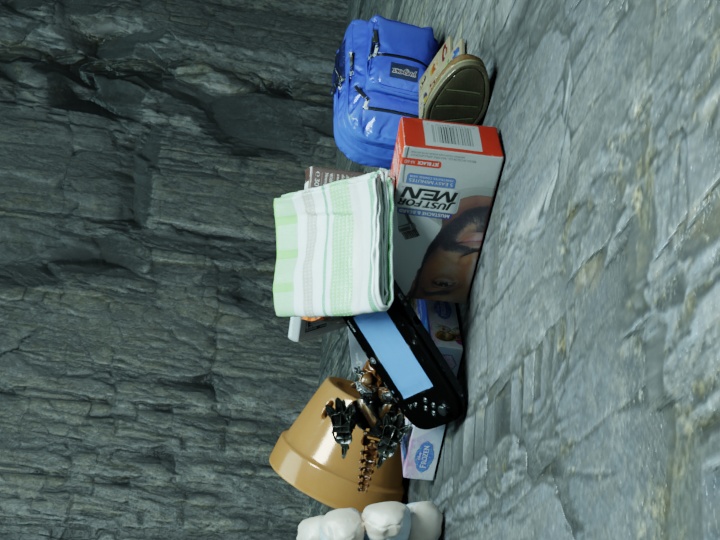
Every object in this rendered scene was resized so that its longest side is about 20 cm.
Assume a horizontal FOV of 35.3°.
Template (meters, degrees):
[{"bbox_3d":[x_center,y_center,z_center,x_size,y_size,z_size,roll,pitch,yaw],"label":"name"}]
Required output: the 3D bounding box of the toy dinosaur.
[{"bbox_3d":[0.024,0.180,1.416,0.136,0.101,0.203,-48,-52,-74],"label":"toy dinosaur"}]

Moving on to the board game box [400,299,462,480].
[{"bbox_3d":[0.082,0.118,1.414,0.201,0.040,0.202,-93,10,-59],"label":"board game box"}]

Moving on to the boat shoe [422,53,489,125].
[{"bbox_3d":[0.103,-0.190,1.345,0.201,0.071,0.069,107,164,-52],"label":"boat shoe"}]

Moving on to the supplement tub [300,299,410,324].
[{"bbox_3d":[0.000,0.000,1.479,0.122,0.198,0.125,12,107,44],"label":"supplement tub"}]

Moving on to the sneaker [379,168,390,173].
[{"bbox_3d":[0.049,-0.111,1.814,0.116,0.074,0.203,-94,13,-69],"label":"sneaker"}]

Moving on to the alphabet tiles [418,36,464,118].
[{"bbox_3d":[0.102,-0.209,1.521,0.167,0.007,0.203,128,151,-52],"label":"alphabet tiles"}]

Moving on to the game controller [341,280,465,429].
[{"bbox_3d":[0.041,0.087,1.270,0.104,0.202,0.042,-31,1,45],"label":"game controller"}]

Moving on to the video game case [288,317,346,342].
[{"bbox_3d":[-0.028,-0.003,1.637,0.199,0.023,0.185,-14,-63,-54],"label":"video game case"}]

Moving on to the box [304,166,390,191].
[{"bbox_3d":[0.028,-0.062,1.362,0.075,0.197,0.102,180,96,-81],"label":"box"}]

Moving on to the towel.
[{"bbox_3d":[-0.037,-0.024,1.257,0.199,0.030,0.152,-7,80,49],"label":"towel"}]

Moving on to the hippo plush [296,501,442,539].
[{"bbox_3d":[0.009,0.363,1.301,0.200,0.157,0.163,-39,54,55],"label":"hippo plush"}]

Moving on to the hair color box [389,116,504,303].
[{"bbox_3d":[0.083,-0.063,1.254,0.064,0.109,0.202,-92,9,-51],"label":"hair color box"}]

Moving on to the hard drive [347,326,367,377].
[{"bbox_3d":[0.017,0.148,1.790,0.201,0.042,0.136,-96,-13,-63],"label":"hard drive"}]

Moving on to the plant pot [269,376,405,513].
[{"bbox_3d":[-0.012,0.242,1.596,0.200,0.198,0.142,-127,61,-82],"label":"plant pot"}]

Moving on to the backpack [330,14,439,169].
[{"bbox_3d":[0.036,-0.265,1.693,0.168,0.160,0.203,122,155,-69],"label":"backpack"}]
